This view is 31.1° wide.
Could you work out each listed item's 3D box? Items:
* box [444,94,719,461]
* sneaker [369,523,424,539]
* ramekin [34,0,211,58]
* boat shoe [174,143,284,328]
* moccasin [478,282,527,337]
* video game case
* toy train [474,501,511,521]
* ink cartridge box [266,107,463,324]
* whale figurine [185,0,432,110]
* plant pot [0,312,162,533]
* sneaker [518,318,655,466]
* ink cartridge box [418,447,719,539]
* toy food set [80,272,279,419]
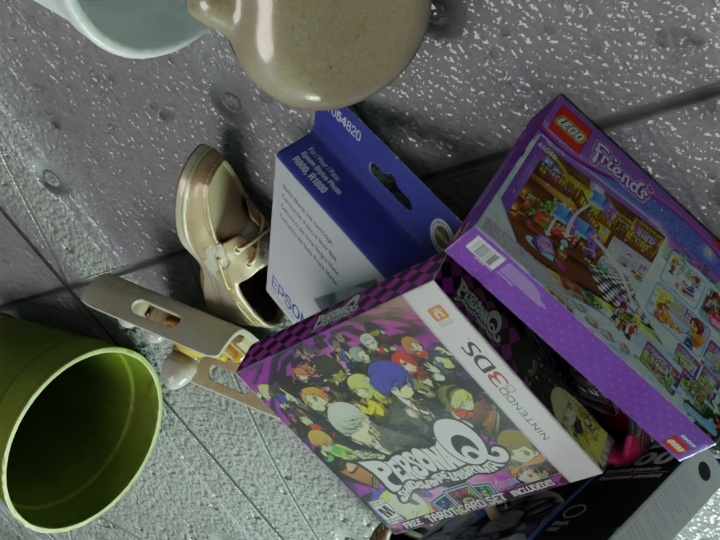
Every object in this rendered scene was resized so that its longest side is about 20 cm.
[{"bbox_3d":[0.162,0.003,0.813,0.200,0.137,0.039,42,142,-6],"label":"box"},{"bbox_3d":[0.093,0.311,1.257,0.199,0.071,0.076,26,141,13],"label":"sneaker"},{"bbox_3d":[-0.139,-0.236,0.757,0.097,0.200,0.202,26,143,27],"label":"ramekin"},{"bbox_3d":[-0.098,-0.023,1.056,0.069,0.074,0.201,17,149,20],"label":"boat shoe"},{"bbox_3d":[0.083,0.051,0.959,0.077,0.074,0.202,-26,101,34],"label":"moccasin"},{"bbox_3d":[0.040,0.091,0.877,0.199,0.036,0.181,-25,114,41],"label":"video game case"},{"bbox_3d":[0.073,0.138,1.016,0.034,0.046,0.200,64,176,-23],"label":"toy train"},{"bbox_3d":[0.000,0.000,0.941,0.200,0.040,0.201,47,145,34],"label":"ink cartridge box"},{"bbox_3d":[-0.038,-0.198,0.777,0.201,0.158,0.104,65,172,-32],"label":"whale figurine"},{"bbox_3d":[-0.343,0.135,1.342,0.192,0.200,0.202,26,144,34],"label":"plant pot"},{"bbox_3d":[0.157,0.050,0.921,0.200,0.075,0.080,49,142,-15],"label":"sneaker"},{"bbox_3d":[0.163,0.175,0.966,0.197,0.199,0.044,-17,98,46],"label":"ink cartridge box"},{"bbox_3d":[-0.150,0.077,1.162,0.142,0.061,0.200,20,166,21],"label":"toy food set"}]
